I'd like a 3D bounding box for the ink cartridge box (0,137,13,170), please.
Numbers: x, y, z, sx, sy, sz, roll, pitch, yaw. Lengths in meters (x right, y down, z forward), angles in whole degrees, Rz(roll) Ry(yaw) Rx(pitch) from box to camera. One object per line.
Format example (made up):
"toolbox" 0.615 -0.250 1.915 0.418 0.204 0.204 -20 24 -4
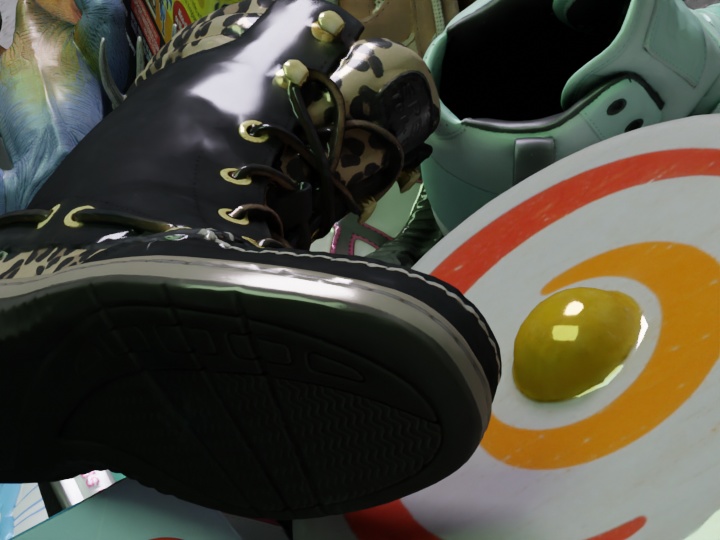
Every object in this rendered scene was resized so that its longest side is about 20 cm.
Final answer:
"ink cartridge box" -0.194 0.002 0.995 0.200 0.088 0.145 -23 19 25

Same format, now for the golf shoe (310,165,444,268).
"golf shoe" 0.000 0.000 0.837 0.200 0.077 0.088 -37 44 -14

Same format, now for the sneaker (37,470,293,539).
"sneaker" -0.005 0.103 0.722 0.120 0.084 0.200 -23 55 -15

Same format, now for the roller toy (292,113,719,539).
"roller toy" 0.083 0.057 0.629 0.200 0.140 0.183 5 52 47

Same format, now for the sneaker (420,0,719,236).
"sneaker" 0.113 -0.054 0.724 0.200 0.118 0.074 -14 70 4

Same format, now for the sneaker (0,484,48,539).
"sneaker" -0.081 0.079 0.834 0.086 0.075 0.200 -31 33 2

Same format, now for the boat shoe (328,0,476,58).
"boat shoe" 0.023 -0.148 0.820 0.072 0.201 0.076 6 4 21

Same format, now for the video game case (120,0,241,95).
"video game case" -0.070 -0.120 0.895 0.025 0.181 0.200 -6 37 -17

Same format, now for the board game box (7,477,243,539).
"board game box" -0.071 0.167 0.577 0.195 0.056 0.200 -26 58 -25

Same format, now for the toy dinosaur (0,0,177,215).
"toy dinosaur" -0.093 -0.050 0.887 0.105 0.182 0.200 -17 -4 15

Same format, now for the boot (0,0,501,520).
"boot" -0.025 -0.010 0.644 0.200 0.073 0.151 -5 33 41
